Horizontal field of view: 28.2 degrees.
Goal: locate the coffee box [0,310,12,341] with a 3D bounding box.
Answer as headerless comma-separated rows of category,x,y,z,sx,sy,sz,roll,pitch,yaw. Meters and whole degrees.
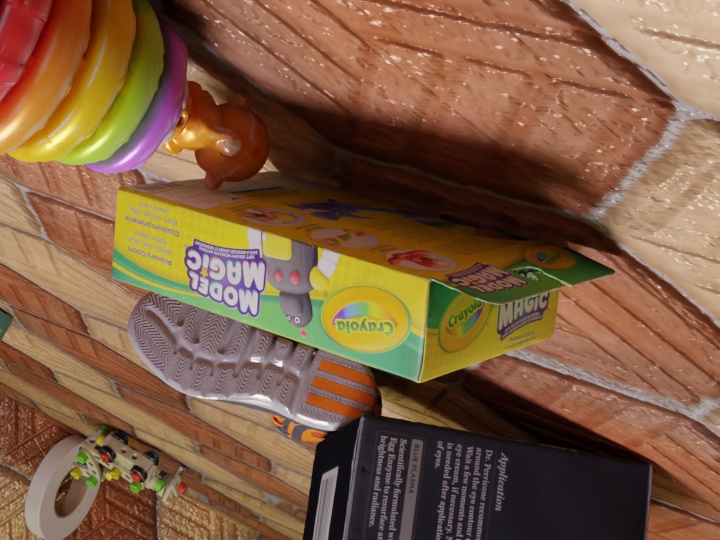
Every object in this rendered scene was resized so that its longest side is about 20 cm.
coffee box,-0.512,0.079,1.693,0.198,0.124,0.044,13,160,36

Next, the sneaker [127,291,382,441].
sneaker,-0.078,0.083,1.071,0.198,0.078,0.112,23,164,12

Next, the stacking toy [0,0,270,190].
stacking toy,-0.110,-0.081,0.587,0.109,0.118,0.199,19,178,45

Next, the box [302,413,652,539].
box,0.069,0.179,0.978,0.197,0.119,0.197,11,167,-8

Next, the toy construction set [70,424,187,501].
toy construction set,-0.377,0.322,2.324,0.197,0.093,0.132,18,140,3

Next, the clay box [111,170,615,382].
clay box,0.000,0.000,0.631,0.198,0.048,0.114,18,-163,34

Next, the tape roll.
tape roll,-0.560,0.413,2.717,0.037,0.205,0.203,20,164,20
